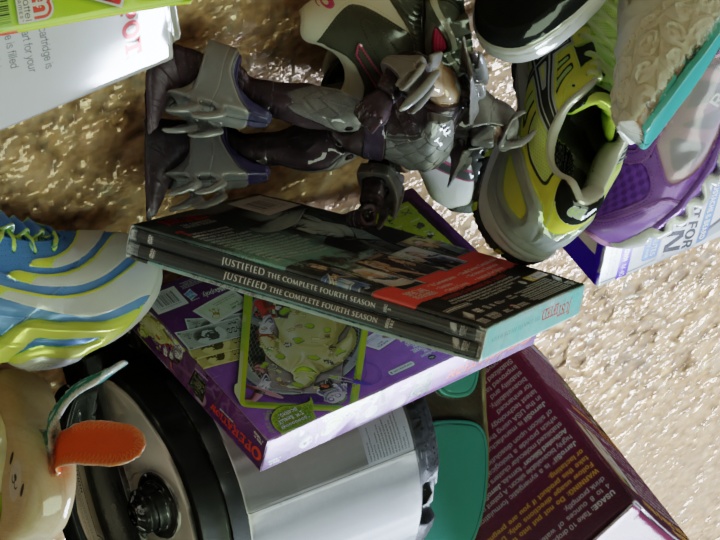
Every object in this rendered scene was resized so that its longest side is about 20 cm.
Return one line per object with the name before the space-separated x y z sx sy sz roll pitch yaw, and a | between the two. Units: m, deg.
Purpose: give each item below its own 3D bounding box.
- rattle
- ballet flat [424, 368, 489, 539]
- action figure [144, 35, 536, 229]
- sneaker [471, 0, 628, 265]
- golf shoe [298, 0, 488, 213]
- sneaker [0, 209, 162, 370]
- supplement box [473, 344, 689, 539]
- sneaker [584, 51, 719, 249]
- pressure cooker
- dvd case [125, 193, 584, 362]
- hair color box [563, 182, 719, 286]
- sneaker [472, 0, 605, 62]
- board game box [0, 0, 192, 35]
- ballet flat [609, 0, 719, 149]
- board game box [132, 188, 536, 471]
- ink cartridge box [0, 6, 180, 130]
rattle | -0.211 0.097 1.210 0.142 0.131 0.200 23 160 -17
ballet flat | 0.043 0.084 1.405 0.068 0.063 0.201 11 82 -36
action figure | -0.010 -0.069 1.186 0.199 0.070 0.130 0 142 -5
sneaker | 0.122 -0.098 1.248 0.075 0.201 0.076 24 156 -26
golf shoe | 0.023 -0.098 1.266 0.088 0.077 0.200 -12 145 3
sneaker | -0.188 -0.001 1.169 0.199 0.076 0.105 -17 141 -26
supplement box | 0.103 0.125 1.473 0.103 0.200 0.131 -41 145 5
sneaker | 0.179 -0.106 1.311 0.088 0.080 0.200 32 98 -38
pressure cooker | -0.078 0.111 1.315 0.199 0.176 0.179 -19 139 -31
dvd case | 0.000 0.000 1.207 0.146 0.199 0.022 -20 124 -64
hair color box | 0.219 -0.076 1.461 0.199 0.065 0.110 -23 143 -23
sneaker | 0.104 -0.211 1.169 0.200 0.073 0.112 -55 144 -11
board game box | -0.132 -0.197 0.908 0.101 0.048 0.201 -13 107 -22
ballet flat | 0.172 -0.139 1.217 0.200 0.072 0.072 -46 155 -32
board game box | -0.011 0.028 1.276 0.200 0.120 0.032 -22 140 -35
ink cartridge box | -0.188 -0.129 1.004 0.199 0.084 0.146 -25 143 -19
